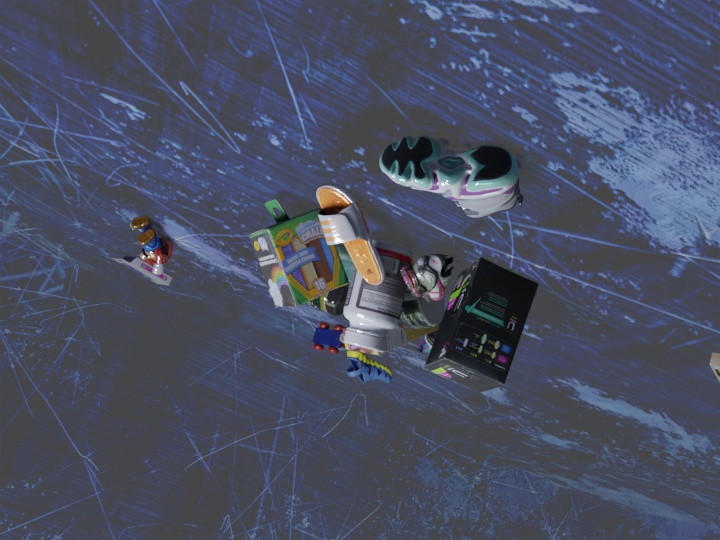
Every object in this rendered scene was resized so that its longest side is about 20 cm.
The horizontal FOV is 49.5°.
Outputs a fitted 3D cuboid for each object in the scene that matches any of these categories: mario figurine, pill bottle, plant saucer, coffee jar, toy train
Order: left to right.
[{"bbox_3d":[-0.586,-0.064,2.145,0.105,0.125,0.200,8,158,5],"label":"mario figurine"},{"bbox_3d":[-0.123,0.041,1.903,0.198,0.086,0.104,18,163,13],"label":"coffee jar"},{"bbox_3d":[-0.044,0.220,2.383,0.199,0.086,0.115,5,166,47],"label":"toy train"},{"bbox_3d":[0.000,0.000,1.718,0.198,0.028,0.200,22,163,7],"label":"plant saucer"},{"bbox_3d":[0.029,0.049,1.492,0.109,0.202,0.111,14,174,2],"label":"pill bottle"},{"bbox_3d":[0.069,0.073,1.642,0.198,0.107,0.106,-8,148,36],"label":"pill bottle"}]

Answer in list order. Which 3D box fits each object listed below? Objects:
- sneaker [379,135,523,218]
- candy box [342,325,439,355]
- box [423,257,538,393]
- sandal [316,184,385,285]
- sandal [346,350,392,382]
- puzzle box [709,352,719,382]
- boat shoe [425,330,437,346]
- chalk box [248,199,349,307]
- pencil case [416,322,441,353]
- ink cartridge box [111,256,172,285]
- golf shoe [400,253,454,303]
[{"bbox_3d":[0.130,-0.116,1.088,0.198,0.078,0.140,14,161,28],"label":"sneaker"},{"bbox_3d":[0.071,0.132,1.780,0.199,0.057,0.116,-17,-168,-38],"label":"candy box"},{"bbox_3d":[0.220,0.104,1.438,0.123,0.202,0.149,23,164,-3],"label":"box"},{"bbox_3d":[-0.021,-0.053,1.381,0.079,0.059,0.208,-13,112,44],"label":"sandal"},{"bbox_3d":[0.022,0.343,2.660,0.199,0.088,0.079,29,161,-27],"label":"sandal"},{"bbox_3d":[0.725,0.195,1.360,0.199,0.026,0.133,8,159,40],"label":"puzzle box"},{"bbox_3d":[0.245,0.160,1.789,0.197,0.075,0.066,14,167,13],"label":"boat shoe"},{"bbox_3d":[-0.128,-0.044,1.515,0.125,0.123,0.202,-7,104,63],"label":"chalk box"},{"bbox_3d":[0.239,0.197,1.907,0.199,0.086,0.093,28,-169,-18],"label":"pencil case"},{"bbox_3d":[-0.749,-0.008,2.679,0.199,0.037,0.094,33,162,-38],"label":"ink cartridge box"},{"bbox_3d":[0.144,0.011,1.470,0.073,0.092,0.200,62,-167,11],"label":"golf shoe"}]
